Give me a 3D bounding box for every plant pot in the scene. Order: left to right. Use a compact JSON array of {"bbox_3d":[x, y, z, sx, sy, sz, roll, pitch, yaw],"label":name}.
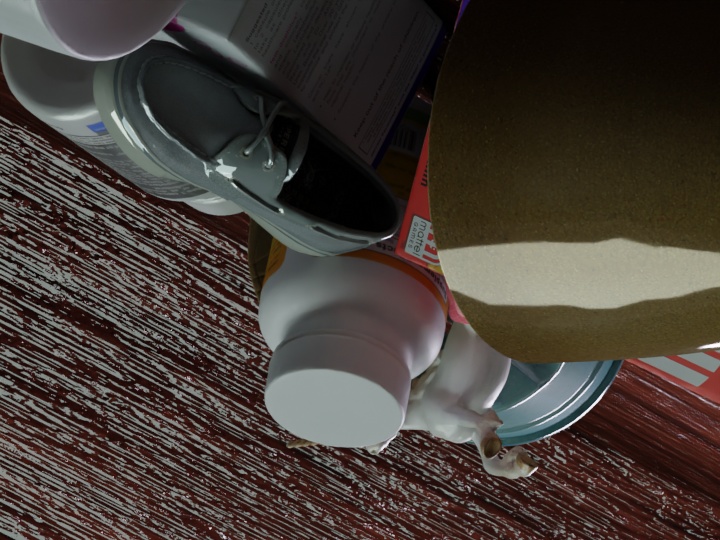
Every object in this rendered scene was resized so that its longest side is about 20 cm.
[{"bbox_3d":[0.082,0.022,1.516,0.200,0.201,0.196,26,-178,10],"label":"plant pot"},{"bbox_3d":[0.161,-0.043,0.929,0.200,0.187,0.186,7,163,38],"label":"plant pot"}]

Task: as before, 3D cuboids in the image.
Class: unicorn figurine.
[{"bbox_3d":[0.063,0.066,1.362,0.074,0.200,0.137,32,-177,-32],"label":"unicorn figurine"}]

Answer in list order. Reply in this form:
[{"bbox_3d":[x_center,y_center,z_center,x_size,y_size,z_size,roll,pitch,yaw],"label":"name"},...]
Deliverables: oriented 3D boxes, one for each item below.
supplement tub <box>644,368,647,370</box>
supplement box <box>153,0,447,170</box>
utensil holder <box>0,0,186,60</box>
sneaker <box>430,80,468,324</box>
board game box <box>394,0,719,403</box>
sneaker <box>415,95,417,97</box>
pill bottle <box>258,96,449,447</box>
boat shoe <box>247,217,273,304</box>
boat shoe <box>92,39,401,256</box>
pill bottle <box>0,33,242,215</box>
[{"bbox_3d":[0.177,-0.014,1.268,0.122,0.123,0.200,26,175,17],"label":"supplement tub"},{"bbox_3d":[-0.047,-0.146,1.239,0.101,0.104,0.200,24,175,28],"label":"supplement box"},{"bbox_3d":[-0.182,-0.201,1.047,0.200,0.170,0.170,23,173,25],"label":"utensil holder"},{"bbox_3d":[0.066,-0.044,1.299,0.073,0.087,0.200,12,-145,-3],"label":"sneaker"},{"bbox_3d":[0.129,-0.041,1.127,0.200,0.152,0.046,24,-152,21],"label":"board game box"},{"bbox_3d":[-0.001,-0.124,1.449,0.071,0.073,0.200,-15,148,13],"label":"sneaker"},{"bbox_3d":[0.000,0.000,1.330,0.111,0.200,0.111,7,144,5],"label":"pill bottle"},{"bbox_3d":[-0.037,-0.033,1.464,0.073,0.201,0.069,-17,158,12],"label":"boat shoe"},{"bbox_3d":[-0.053,-0.068,1.194,0.071,0.070,0.201,-5,153,43],"label":"boat shoe"},{"bbox_3d":[-0.122,-0.110,1.363,0.114,0.114,0.200,24,173,29],"label":"pill bottle"}]
